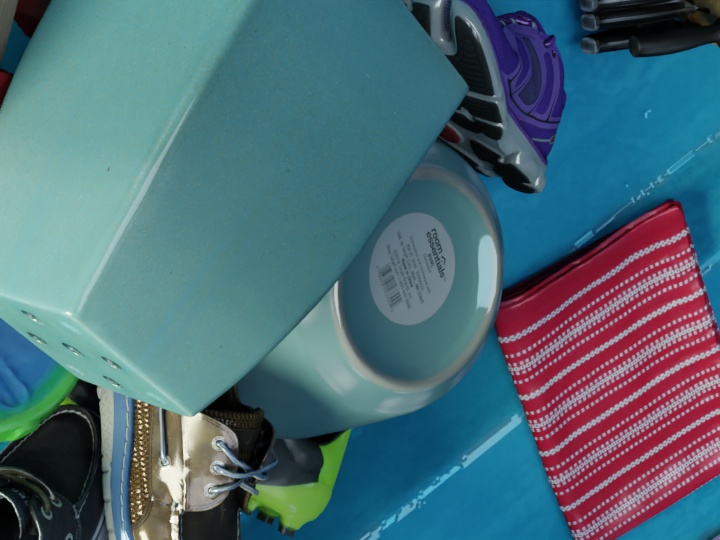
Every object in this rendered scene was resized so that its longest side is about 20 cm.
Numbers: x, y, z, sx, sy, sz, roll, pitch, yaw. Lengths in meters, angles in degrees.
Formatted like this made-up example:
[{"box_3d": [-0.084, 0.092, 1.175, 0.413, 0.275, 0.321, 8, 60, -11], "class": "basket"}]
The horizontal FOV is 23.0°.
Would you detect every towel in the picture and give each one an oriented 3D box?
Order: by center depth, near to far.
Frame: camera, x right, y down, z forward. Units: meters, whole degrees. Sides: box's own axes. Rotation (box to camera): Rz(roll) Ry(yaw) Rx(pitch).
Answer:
[{"box_3d": [0.169, 0.069, 1.114, 0.144, 0.022, 0.202, -28, 116, -12], "class": "towel"}]

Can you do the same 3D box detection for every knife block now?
[{"box_3d": [0.230, -0.159, 1.044, 0.199, 0.064, 0.176, 38, 90, -29], "class": "knife block"}]

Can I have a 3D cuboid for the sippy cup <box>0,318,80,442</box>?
[{"box_3d": [-0.214, 0.042, 0.866, 0.177, 0.130, 0.141, -19, 73, -37], "class": "sippy cup"}]

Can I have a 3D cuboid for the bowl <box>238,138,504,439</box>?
[{"box_3d": [0.000, 0.000, 0.942, 0.199, 0.105, 0.203, -7, 102, -37], "class": "bowl"}]

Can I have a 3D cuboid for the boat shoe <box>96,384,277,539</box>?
[{"box_3d": [-0.083, 0.088, 0.866, 0.072, 0.072, 0.202, 1, 73, -61], "class": "boat shoe"}]

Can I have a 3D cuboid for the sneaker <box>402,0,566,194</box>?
[{"box_3d": [0.066, -0.114, 0.955, 0.084, 0.080, 0.200, -64, 158, -8], "class": "sneaker"}]

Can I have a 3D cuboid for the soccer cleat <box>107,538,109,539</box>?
[{"box_3d": [-0.195, 0.136, 0.900, 0.198, 0.084, 0.065, -8, 137, -11], "class": "soccer cleat"}]

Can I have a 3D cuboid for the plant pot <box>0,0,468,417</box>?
[{"box_3d": [-0.079, -0.049, 0.794, 0.141, 0.140, 0.201, 46, 67, -41], "class": "plant pot"}]

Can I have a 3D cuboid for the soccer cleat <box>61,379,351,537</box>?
[{"box_3d": [-0.091, 0.080, 0.987, 0.199, 0.067, 0.082, 29, 83, -34], "class": "soccer cleat"}]

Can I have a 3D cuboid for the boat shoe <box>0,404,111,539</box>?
[{"box_3d": [-0.168, 0.127, 0.819, 0.069, 0.201, 0.067, 21, 137, 10], "class": "boat shoe"}]

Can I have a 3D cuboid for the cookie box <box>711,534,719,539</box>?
[{"box_3d": [0.275, 0.277, 1.195, 0.170, 0.075, 0.202, -29, 116, -12], "class": "cookie box"}]

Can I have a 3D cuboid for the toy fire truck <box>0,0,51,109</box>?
[{"box_3d": [-0.175, -0.109, 0.802, 0.048, 0.200, 0.142, 23, 76, 11], "class": "toy fire truck"}]
